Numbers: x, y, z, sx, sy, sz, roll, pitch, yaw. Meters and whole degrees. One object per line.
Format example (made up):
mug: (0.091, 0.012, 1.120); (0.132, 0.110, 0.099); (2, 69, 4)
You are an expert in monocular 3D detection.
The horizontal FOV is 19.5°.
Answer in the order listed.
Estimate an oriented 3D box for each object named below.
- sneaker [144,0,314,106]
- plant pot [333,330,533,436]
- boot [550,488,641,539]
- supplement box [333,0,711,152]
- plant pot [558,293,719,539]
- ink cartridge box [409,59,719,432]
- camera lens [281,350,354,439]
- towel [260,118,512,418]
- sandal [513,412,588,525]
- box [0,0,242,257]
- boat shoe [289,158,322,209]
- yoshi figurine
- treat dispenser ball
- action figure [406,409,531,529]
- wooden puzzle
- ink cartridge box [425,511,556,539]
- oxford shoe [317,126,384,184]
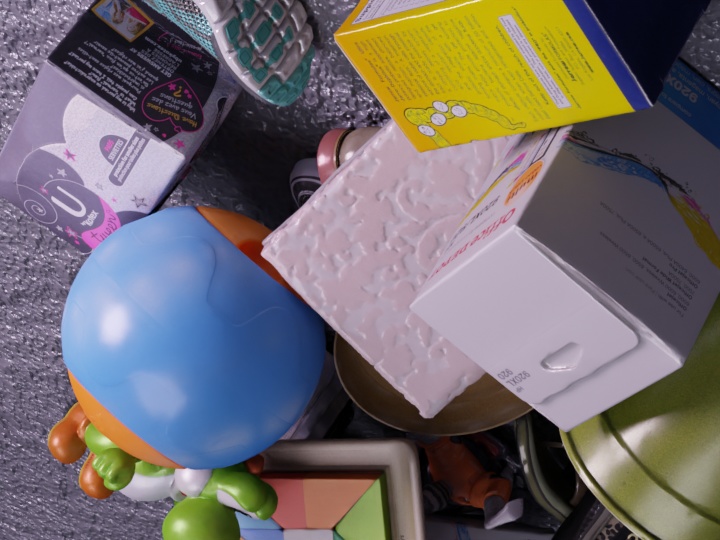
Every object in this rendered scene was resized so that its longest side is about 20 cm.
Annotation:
sneaker: (-0.112, -0.201, 1.519); (0.200, 0.078, 0.091); (52, 157, -21)
plant pot: (0.076, 0.045, 1.623); (0.200, 0.028, 0.200); (-5, 128, -6)
boot: (0.237, 0.242, 1.703); (0.154, 0.204, 0.073); (31, -172, -7)
supplement box: (0.103, -0.162, 1.350); (0.200, 0.109, 0.110); (-8, 130, 44)
plant pot: (0.271, 0.075, 1.438); (0.200, 0.200, 0.193); (32, 119, -1)
ink cartridge box: (0.158, -0.026, 1.394); (0.145, 0.200, 0.147); (38, 145, -8)
camera lens: (-0.115, 0.105, 1.804); (0.200, 0.160, 0.160); (36, 146, -2)
towel: (0.058, -0.017, 1.535); (0.200, 0.032, 0.191); (-42, 105, 13)
sandal: (0.183, 0.180, 1.763); (0.057, 0.080, 0.201); (-29, 116, 14)
box: (-0.192, -0.110, 1.639); (0.132, 0.115, 0.200); (35, 146, -4)
boat shoe: (-0.002, 0.000, 1.670); (0.074, 0.068, 0.199); (0, 134, 38)
yoshi figurine: (-0.161, 0.179, 1.674); (0.200, 0.112, 0.112); (14, 110, 36)
treat dispenser ball: (-0.126, 0.051, 1.594); (0.201, 0.201, 0.201); (21, 144, 16)
action figure: (0.055, 0.155, 1.773); (0.200, 0.105, 0.193); (36, 172, 2)
wooden puzzle: (-0.038, 0.228, 1.696); (0.200, 0.037, 0.185); (-1, 101, 24)
ink cartridge box: (0.050, 0.250, 1.821); (0.200, 0.085, 0.144); (8, 177, -24)
oxford shoe: (0.041, -0.026, 1.605); (0.075, 0.071, 0.200); (-7, 131, 36)
